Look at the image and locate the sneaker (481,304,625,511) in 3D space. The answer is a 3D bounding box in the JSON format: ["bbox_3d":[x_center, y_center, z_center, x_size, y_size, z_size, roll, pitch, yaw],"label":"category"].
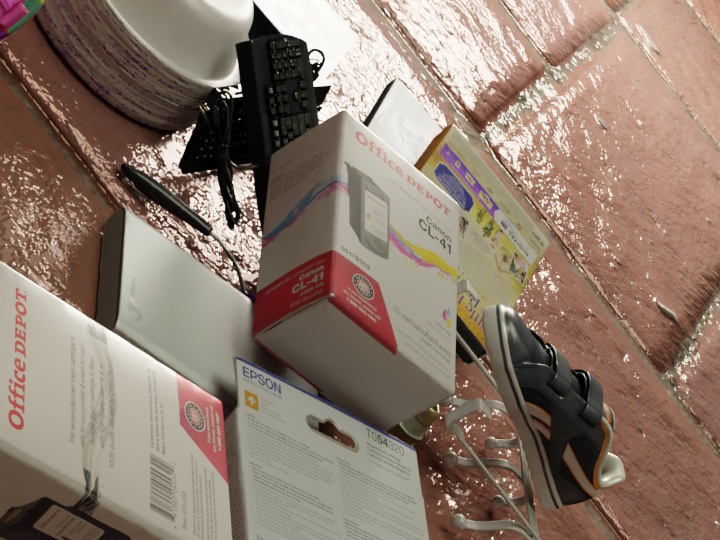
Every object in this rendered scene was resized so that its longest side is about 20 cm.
[{"bbox_3d":[0.156,0.102,1.714,0.079,0.079,0.200,-89,160,-54],"label":"sneaker"}]

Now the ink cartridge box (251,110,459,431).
[{"bbox_3d":[0.000,0.000,1.631,0.148,0.086,0.200,38,39,-32],"label":"ink cartridge box"}]

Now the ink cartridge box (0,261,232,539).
[{"bbox_3d":[-0.178,0.108,1.315,0.200,0.084,0.145,35,31,-35],"label":"ink cartridge box"}]

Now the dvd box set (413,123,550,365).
[{"bbox_3d":[0.087,-0.025,1.869,0.146,0.029,0.200,49,35,-11],"label":"dvd box set"}]

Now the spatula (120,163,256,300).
[{"bbox_3d":[-0.108,-0.014,1.642,0.200,0.021,0.057,44,-5,-8],"label":"spatula"}]

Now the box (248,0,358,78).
[{"bbox_3d":[-0.094,-0.258,1.962,0.200,0.038,0.137,49,26,-9],"label":"box"}]

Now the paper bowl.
[{"bbox_3d":[-0.165,-0.222,1.725,0.201,0.104,0.201,40,27,-26],"label":"paper bowl"}]

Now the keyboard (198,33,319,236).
[{"bbox_3d":[-0.071,-0.084,1.695,0.127,0.021,0.201,-16,100,-45],"label":"keyboard"}]

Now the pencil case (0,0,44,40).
[{"bbox_3d":[-0.310,-0.254,1.546,0.200,0.088,0.088,49,26,-9],"label":"pencil case"}]

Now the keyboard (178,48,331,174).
[{"bbox_3d":[-0.072,-0.126,1.759,0.040,0.104,0.200,30,20,18],"label":"keyboard"}]

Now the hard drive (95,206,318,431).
[{"bbox_3d":[-0.109,0.054,1.566,0.200,0.026,0.132,38,30,-30],"label":"hard drive"}]

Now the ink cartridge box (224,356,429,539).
[{"bbox_3d":[-0.026,0.184,1.516,0.196,0.043,0.200,30,37,-37],"label":"ink cartridge box"}]

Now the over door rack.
[{"bbox_3d":[0.091,0.129,1.723,0.148,0.066,0.200,-95,166,-47],"label":"over door rack"}]

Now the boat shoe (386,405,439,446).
[{"bbox_3d":[0.025,0.053,1.732,0.072,0.076,0.200,24,38,-45],"label":"boat shoe"}]

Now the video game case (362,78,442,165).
[{"bbox_3d":[0.078,-0.074,1.959,0.200,0.019,0.143,49,26,-11],"label":"video game case"}]
